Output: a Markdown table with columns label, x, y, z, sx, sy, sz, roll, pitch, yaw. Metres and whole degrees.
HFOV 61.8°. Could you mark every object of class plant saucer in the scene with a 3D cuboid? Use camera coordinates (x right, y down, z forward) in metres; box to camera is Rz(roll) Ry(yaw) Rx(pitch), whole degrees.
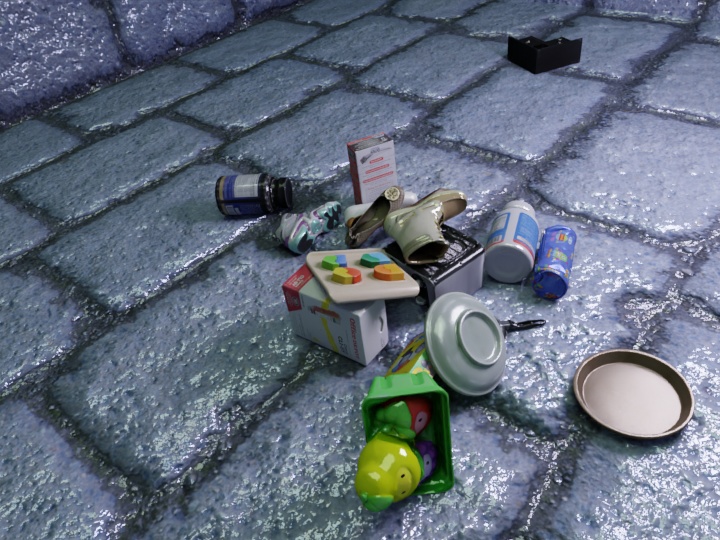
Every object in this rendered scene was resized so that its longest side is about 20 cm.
| label | x | y | z | sx | sy | sz | roll | pitch | yaw |
| --- | --- | --- | --- | --- | --- | --- | --- | --- | --- |
| plant saucer | 0.209 | 0.129 | 1.119 | 0.050 | 0.200 | 0.200 | -33 | 12 | 50 |
| plant saucer | 0.482 | 0.221 | 1.072 | 0.199 | 0.030 | 0.201 | -5 | 39 | 4 |
| plant saucer | 0.147 | -0.152 | 1.493 | 0.200 | 0.037 | 0.200 | -33 | 4 | 2 |

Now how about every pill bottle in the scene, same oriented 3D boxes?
| label | x | y | z | sx | sy | sz | roll | pitch | yaw |
| --- | --- | --- | --- | --- | --- | --- | --- | --- | --- |
| pill bottle | 0.354 | -0.074 | 1.395 | 0.112 | 0.113 | 0.200 | 8 | 41 | 19 |
| pill bottle | -0.297 | -0.214 | 1.690 | 0.199 | 0.112 | 0.112 | -1 | 39 | 8 |

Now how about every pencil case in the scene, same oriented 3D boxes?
| label | x | y | z | sx | sy | sz | roll | pitch | yaw |
| --- | --- | --- | --- | --- | --- | --- | --- | --- | --- |
| pencil case | 0.431 | -0.025 | 1.344 | 0.087 | 0.078 | 0.200 | 30 | 45 | -1 |

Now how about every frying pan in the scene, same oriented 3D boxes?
| label | x | y | z | sx | sy | sz | roll | pitch | yaw |
| --- | --- | --- | --- | --- | --- | --- | --- | --- | --- |
| frying pan | 0.280 | 0.127 | 1.230 | 0.189 | 0.031 | 0.115 | 3 | 41 | 18 |

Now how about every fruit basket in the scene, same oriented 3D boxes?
| label | x | y | z | sx | sy | sz | roll | pitch | yaw |
| --- | --- | --- | --- | --- | --- | --- | --- | --- | --- |
| fruit basket | 0.067 | 0.282 | 0.934 | 0.155 | 0.216 | 0.216 | -7 | 38 | 2 |

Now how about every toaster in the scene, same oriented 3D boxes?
| label | x | y | z | sx | sy | sz | roll | pitch | yaw |
| --- | --- | --- | --- | --- | --- | --- | --- | --- | --- |
| toaster | 0.168 | -0.017 | 1.352 | 0.200 | 0.119 | 0.181 | -32 | 45 | -27 |

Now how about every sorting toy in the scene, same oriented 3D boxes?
| label | x | y | z | sx | sy | sz | roll | pitch | yaw |
| --- | --- | --- | --- | --- | --- | --- | --- | --- | --- |
| sorting toy | 0.000 | 0.000 | 1.208 | 0.184 | 0.037 | 0.200 | -4 | 26 | -19 |

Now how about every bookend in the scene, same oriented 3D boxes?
| label | x | y | z | sx | sy | sz | roll | pitch | yaw |
| --- | --- | --- | --- | --- | --- | --- | --- | --- | --- |
| bookend | 0.702 | -0.847 | 2.302 | 0.199 | 0.092 | 0.199 | -17 | 39 | -12 |

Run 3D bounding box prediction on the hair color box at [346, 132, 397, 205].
| label | x | y | z | sx | sy | sz | roll | pitch | yaw |
| --- | --- | --- | --- | --- | --- | --- | --- | --- | --- |
| hair color box | 0.035 | -0.252 | 1.603 | 0.110 | 0.201 | 0.064 | -20 | 40 | -15 |

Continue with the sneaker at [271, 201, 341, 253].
| label | x | y | z | sx | sy | sz | roll | pitch | yaw |
| --- | --- | --- | --- | --- | --- | --- | --- | --- | --- |
| sneaker | -0.153 | -0.134 | 1.591 | 0.139 | 0.078 | 0.200 | 22 | 47 | 31 |

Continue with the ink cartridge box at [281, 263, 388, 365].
| label | x | y | z | sx | sy | sz | roll | pitch | yaw |
| --- | --- | --- | --- | --- | --- | --- | --- | --- | --- |
| ink cartridge box | -0.051 | 0.089 | 1.240 | 0.199 | 0.146 | 0.083 | 19 | 46 | 31 |

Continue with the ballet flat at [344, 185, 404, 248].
| label | x | y | z | sx | sy | sz | roll | pitch | yaw |
| --- | --- | --- | --- | --- | --- | --- | --- | --- | --- |
| ballet flat | 0.032 | -0.135 | 1.504 | 0.200 | 0.046 | 0.067 | -45 | 60 | 8 |

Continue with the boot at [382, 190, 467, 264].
| label | x | y | z | sx | sy | sz | roll | pitch | yaw |
| --- | --- | --- | --- | --- | --- | --- | --- | --- | --- |
| boot | 0.163 | -0.092 | 1.296 | 0.199 | 0.072 | 0.155 | -21 | 39 | -7 |

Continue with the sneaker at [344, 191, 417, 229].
| label | x | y | z | sx | sy | sz | roll | pitch | yaw |
| --- | --- | --- | --- | --- | --- | --- | --- | --- | --- |
| sneaker | 0.058 | -0.143 | 1.575 | 0.199 | 0.073 | 0.085 | -17 | 41 | 7 |

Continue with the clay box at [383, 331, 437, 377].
| label | x | y | z | sx | sy | sz | roll | pitch | yaw |
| --- | --- | --- | --- | --- | --- | --- | --- | --- | --- |
| clay box | 0.096 | 0.186 | 1.121 | 0.048 | 0.115 | 0.200 | 47 | 51 | -4 |
